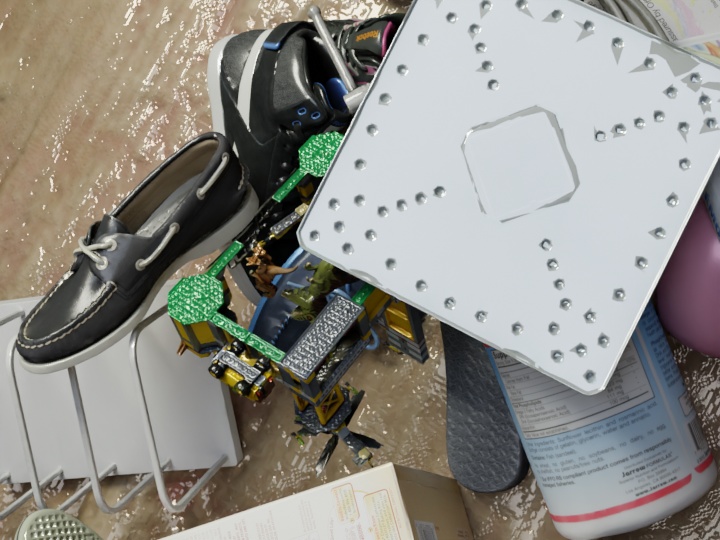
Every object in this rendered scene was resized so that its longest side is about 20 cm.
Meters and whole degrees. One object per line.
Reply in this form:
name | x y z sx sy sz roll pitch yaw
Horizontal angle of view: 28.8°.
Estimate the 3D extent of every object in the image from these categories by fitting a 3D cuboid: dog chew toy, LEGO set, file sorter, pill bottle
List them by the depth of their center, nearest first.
dog chew toy | 0.281 -0.012 0.869 0.198 0.125 0.126 -6 76 10
pill bottle | 0.138 0.056 0.876 0.108 0.109 0.202 -21 90 13
LEGO set | -0.019 0.023 0.901 0.153 0.116 0.201 21 61 24
file sorter | -0.207 0.097 0.984 0.198 0.125 0.140 -7 102 18

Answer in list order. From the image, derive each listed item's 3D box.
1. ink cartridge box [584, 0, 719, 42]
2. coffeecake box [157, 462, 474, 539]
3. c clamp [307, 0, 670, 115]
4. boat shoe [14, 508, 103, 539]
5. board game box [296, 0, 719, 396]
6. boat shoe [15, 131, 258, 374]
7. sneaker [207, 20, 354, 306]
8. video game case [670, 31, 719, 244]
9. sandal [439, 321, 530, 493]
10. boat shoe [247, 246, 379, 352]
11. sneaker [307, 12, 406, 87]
ink cartridge box | 0.191 -0.152 0.911 0.199 0.084 0.145 -34 86 -2
coffeecake box | -0.038 0.193 0.911 0.198 0.153 0.074 -20 73 14
c clamp | 0.084 -0.124 0.850 0.198 0.027 0.172 -22 78 8
boat shoe | -0.181 0.247 0.952 0.062 0.201 0.075 -11 30 34
board game box | 0.093 -0.060 0.815 0.199 0.026 0.201 27 88 10
boat shoe | -0.149 -0.014 0.911 0.200 0.061 0.074 -40 42 -22
sneaker | -0.048 -0.074 0.984 0.111 0.073 0.202 -6 93 43
video game case | 0.295 -0.074 0.823 0.198 0.022 0.184 -13 66 -2
sandal | 0.091 0.049 0.965 0.075 0.043 0.202 6 89 28
boat shoe | 0.000 0.000 0.979 0.200 0.084 0.069 -51 56 5
sneaker | 0.012 -0.157 1.010 0.198 0.086 0.081 2 77 20
